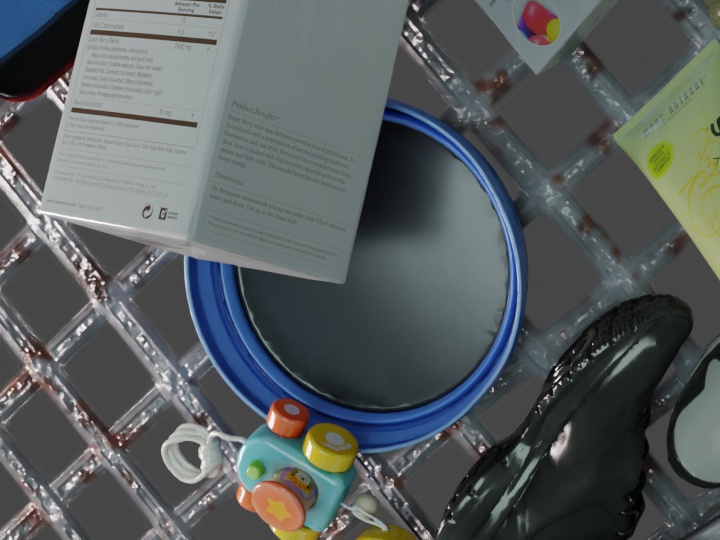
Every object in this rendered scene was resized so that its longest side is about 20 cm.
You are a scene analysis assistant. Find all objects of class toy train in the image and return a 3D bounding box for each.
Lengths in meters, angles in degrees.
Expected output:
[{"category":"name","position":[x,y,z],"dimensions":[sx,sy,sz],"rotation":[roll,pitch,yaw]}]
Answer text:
[{"category":"toy train","position":[-0.038,0.174,1.219],"dimensions":[0.150,0.056,0.200],"rotation":[-21,103,29]}]

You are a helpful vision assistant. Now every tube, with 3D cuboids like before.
[{"category":"tube","position":[0.191,-0.026,1.083],"dimensions":[0.058,0.052,0.200],"rotation":[-17,51,-9]}]

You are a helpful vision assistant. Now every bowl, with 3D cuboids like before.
[{"category":"bowl","position":[0.000,0.000,1.206],"dimensions":[0.200,0.039,0.201],"rotation":[4,101,21]}]

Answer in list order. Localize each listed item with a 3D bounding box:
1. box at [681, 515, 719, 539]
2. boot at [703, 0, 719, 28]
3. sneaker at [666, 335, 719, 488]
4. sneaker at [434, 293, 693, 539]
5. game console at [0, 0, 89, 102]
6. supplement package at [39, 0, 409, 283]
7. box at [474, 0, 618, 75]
[{"category":"box","position":[0.181,0.233,1.166],"dimensions":[0.200,0.041,0.156],"rotation":[-38,85,24]},{"category":"boot","position":[0.230,-0.218,1.054],"dimensions":[0.200,0.073,0.156],"rotation":[-23,89,29]},{"category":"sneaker","position":[0.229,0.044,1.102],"dimensions":[0.200,0.080,0.074],"rotation":[-43,84,24]},{"category":"sneaker","position":[0.125,0.097,1.165],"dimensions":[0.091,0.076,0.200],"rotation":[36,118,2]},{"category":"game console","position":[-0.209,-0.216,1.209],"dimensions":[0.200,0.119,0.172],"rotation":[30,109,14]},{"category":"supplement package","position":[-0.065,-0.107,1.126],"dimensions":[0.120,0.121,0.200],"rotation":[10,85,43]},{"category":"box","position":[0.072,-0.222,1.102],"dimensions":[0.200,0.041,0.156],"rotation":[50,140,8]}]
